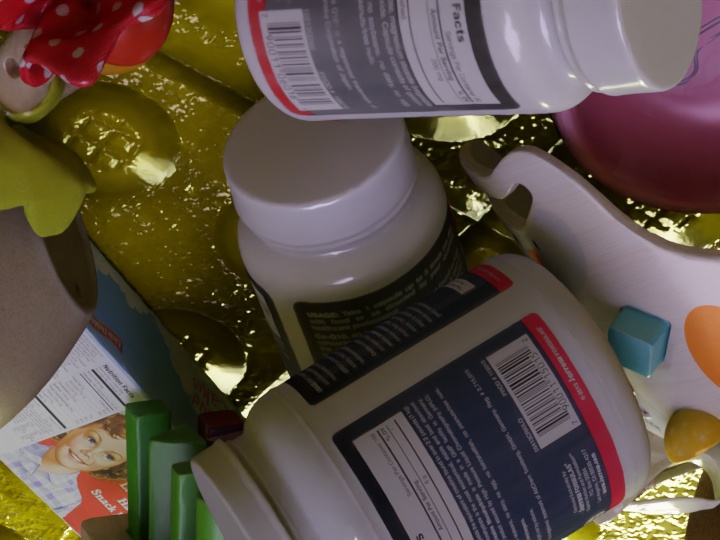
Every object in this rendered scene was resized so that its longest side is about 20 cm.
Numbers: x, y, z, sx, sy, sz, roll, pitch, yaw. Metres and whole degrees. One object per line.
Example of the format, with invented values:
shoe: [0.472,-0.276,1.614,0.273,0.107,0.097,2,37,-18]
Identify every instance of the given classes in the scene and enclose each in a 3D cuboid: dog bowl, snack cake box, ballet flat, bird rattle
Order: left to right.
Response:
bird rattle: [-0.139,-0.124,1.103,0.113,0.163,0.200,40,137,6]
snack cake box: [-0.159,0.081,1.374,0.114,0.067,0.200,-20,132,20]
dog bowl: [0.179,-0.111,1.154,0.198,0.074,0.201,1,136,1]
ballet flat: [0.207,0.103,1.326,0.199,0.070,0.070,-13,143,-26]

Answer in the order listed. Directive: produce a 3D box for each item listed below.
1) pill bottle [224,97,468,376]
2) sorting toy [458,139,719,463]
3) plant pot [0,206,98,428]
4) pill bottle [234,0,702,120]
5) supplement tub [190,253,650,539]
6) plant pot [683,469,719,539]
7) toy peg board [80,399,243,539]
pill bottle: [0.000,0.000,1.238,0.113,0.114,0.201,-8,136,11]
sorting toy: [0.128,-0.003,1.200,0.107,0.200,0.180,-46,101,-4]
plant pot: [-0.217,-0.001,1.208,0.134,0.201,0.201,-19,134,8]
pill bottle: [0.051,-0.129,1.068,0.199,0.114,0.114,0,141,32]
supplement tub: [0.031,0.096,1.139,0.199,0.140,0.141,-30,136,-11]
plant pot: [0.307,0.206,1.365,0.199,0.187,0.187,4,139,22]
toy peg board: [-0.038,0.138,1.285,0.198,0.200,0.099,-6,110,-21]
